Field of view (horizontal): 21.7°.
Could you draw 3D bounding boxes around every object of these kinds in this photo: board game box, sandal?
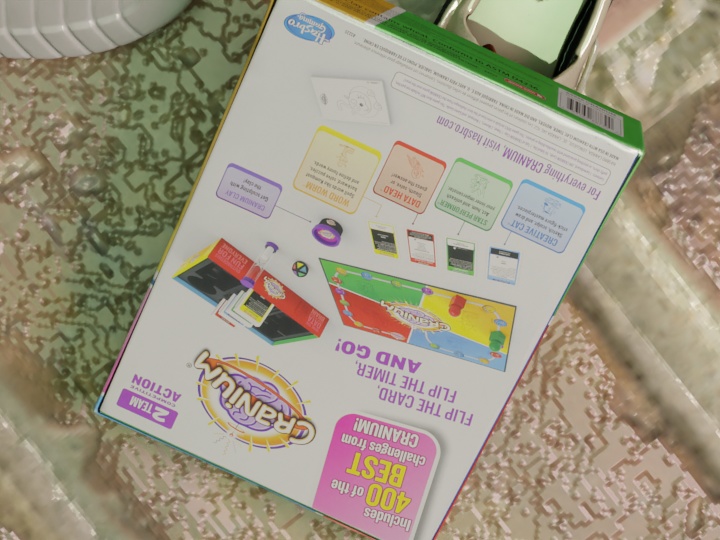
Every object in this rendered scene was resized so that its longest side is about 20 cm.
[{"bbox_3d":[0.000,0.000,0.751,0.153,0.040,0.200,25,112,-3],"label":"board game box"},{"bbox_3d":[-0.168,-0.125,0.764,0.202,0.082,0.050,-7,51,1],"label":"sandal"}]

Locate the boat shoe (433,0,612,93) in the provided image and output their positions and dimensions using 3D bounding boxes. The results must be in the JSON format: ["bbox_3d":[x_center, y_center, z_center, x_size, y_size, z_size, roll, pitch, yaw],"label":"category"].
[{"bbox_3d":[0.062,-0.086,0.768,0.071,0.063,0.200,26,94,-5],"label":"boat shoe"}]
